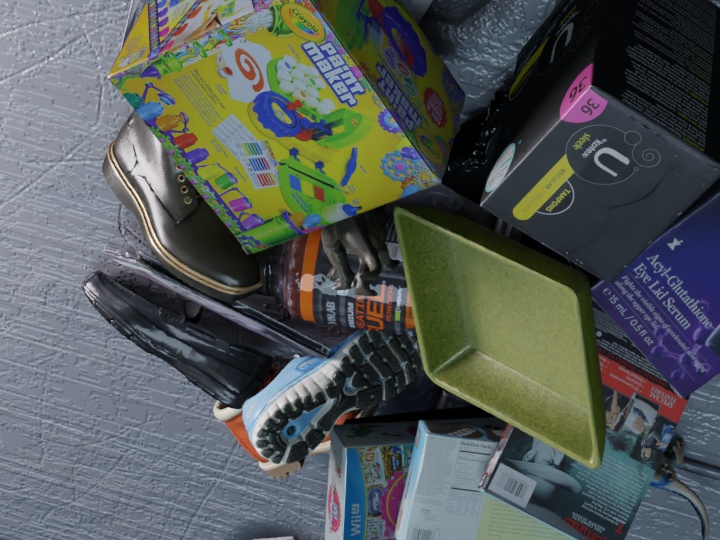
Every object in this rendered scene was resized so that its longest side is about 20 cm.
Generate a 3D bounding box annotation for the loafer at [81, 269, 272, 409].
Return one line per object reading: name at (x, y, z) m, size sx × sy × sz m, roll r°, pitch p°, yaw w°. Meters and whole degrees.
loafer at (-0.177, 0.056, 1.825) m, size 0.200 × 0.070 × 0.068 m, roll 34°, pitch 171°, yaw 1°

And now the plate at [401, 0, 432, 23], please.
plate at (-0.038, -0.243, 1.539) m, size 0.199 × 0.032 × 0.200 m, roll 25°, pitch 133°, yaw -8°

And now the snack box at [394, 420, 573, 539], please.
snack box at (0.141, 0.209, 1.746) m, size 0.200 × 0.037 × 0.116 m, roll 9°, pitch 105°, yaw -12°

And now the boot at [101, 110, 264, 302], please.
boot at (-0.143, -0.082, 1.632) m, size 0.200 × 0.077 × 0.138 m, roll 44°, pitch 132°, yaw 21°

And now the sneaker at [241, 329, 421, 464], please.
sneaker at (-0.030, 0.093, 1.764) m, size 0.200 × 0.090 × 0.078 m, roll -33°, pitch 123°, yaw -14°

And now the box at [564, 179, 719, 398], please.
box at (0.291, -0.020, 1.551) m, size 0.200 × 0.104 × 0.148 m, roll -39°, pitch 117°, yaw 14°

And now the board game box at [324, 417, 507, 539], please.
board game box at (0.070, 0.219, 1.793) m, size 0.200 × 0.064 × 0.148 m, roll -2°, pitch 108°, yaw -15°

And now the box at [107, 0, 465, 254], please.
box at (-0.054, -0.146, 1.501) m, size 0.192 × 0.122 × 0.200 m, roll -19°, pitch 123°, yaw 29°

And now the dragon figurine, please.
dragon figurine at (0.254, 0.186, 1.817) m, size 0.099 × 0.059 × 0.200 m, roll -25°, pitch 116°, yaw 34°

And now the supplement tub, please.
supplement tub at (0.000, 0.000, 1.693) m, size 0.200 × 0.107 × 0.107 m, roll 8°, pitch 132°, yaw 9°

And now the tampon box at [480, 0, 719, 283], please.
tampon box at (0.196, -0.124, 1.465) m, size 0.126 × 0.200 × 0.150 m, roll 30°, pitch 131°, yaw -12°

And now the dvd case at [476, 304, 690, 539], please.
dvd case at (0.211, 0.142, 1.720) m, size 0.146 × 0.200 × 0.022 m, roll 27°, pitch 170°, yaw -10°

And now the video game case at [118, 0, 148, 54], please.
video game case at (-0.093, -0.196, 1.563) m, size 0.200 × 0.019 × 0.143 m, roll 19°, pitch 134°, yaw -3°

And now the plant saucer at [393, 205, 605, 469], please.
plant saucer at (0.126, 0.044, 1.556) m, size 0.200 × 0.048 × 0.200 m, roll 27°, pitch 143°, yaw 38°

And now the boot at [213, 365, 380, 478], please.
boot at (-0.057, 0.127, 1.847) m, size 0.200 × 0.075 × 0.107 m, roll -32°, pitch 111°, yaw 36°

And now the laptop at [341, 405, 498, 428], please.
laptop at (0.051, 0.213, 1.877) m, size 0.177 × 0.103 × 0.200 m, roll -4°, pitch 162°, yaw -15°

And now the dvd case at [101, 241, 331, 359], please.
dvd case at (-0.135, 0.028, 1.738) m, size 0.200 × 0.016 × 0.149 m, roll 29°, pitch 175°, yaw -19°

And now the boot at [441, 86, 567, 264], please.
boot at (0.134, -0.051, 1.628) m, size 0.168 × 0.076 × 0.200 m, roll 28°, pitch 125°, yaw -15°

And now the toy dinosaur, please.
toy dinosaur at (-0.006, -0.037, 1.580) m, size 0.077 × 0.200 × 0.102 m, roll -5°, pitch 106°, yaw 16°
